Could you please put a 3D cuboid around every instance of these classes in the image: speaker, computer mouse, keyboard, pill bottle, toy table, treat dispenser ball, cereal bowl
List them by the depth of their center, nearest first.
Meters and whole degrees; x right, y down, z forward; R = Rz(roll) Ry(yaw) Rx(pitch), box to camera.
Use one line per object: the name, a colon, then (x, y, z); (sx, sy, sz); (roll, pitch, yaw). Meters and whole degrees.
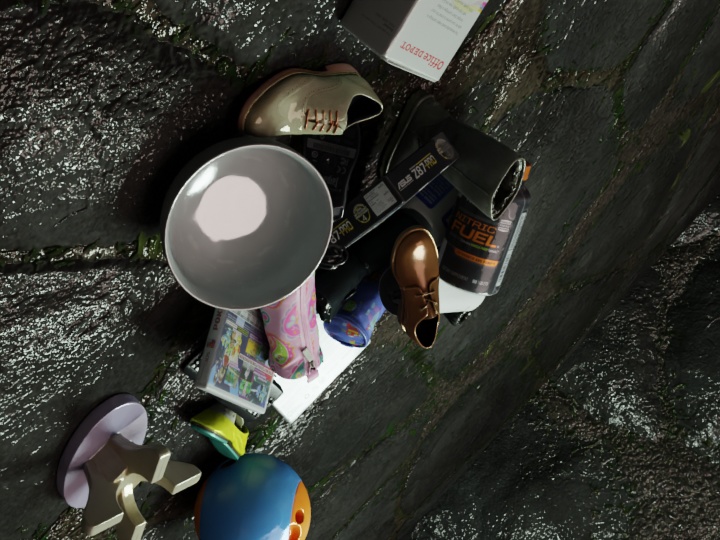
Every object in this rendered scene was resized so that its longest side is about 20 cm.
cereal bowl: (-0.135, -0.061, 1.034); (0.198, 0.083, 0.202); (-10, 118, -19)
computer mouse: (-0.077, -0.107, 1.128); (0.046, 0.139, 0.202); (-170, -93, -77)
toy table: (-0.319, 0.276, 1.217); (0.183, 0.117, 0.201); (-27, 147, -40)
pill bottle: (0.185, -0.074, 1.326); (0.106, 0.106, 0.202); (-12, 124, -53)
keyboard: (-0.171, 0.159, 1.335); (0.104, 0.040, 0.200); (-48, 142, -6)
pill bottle: (0.116, -0.109, 1.403); (0.200, 0.112, 0.112); (-44, 155, -9)
speaker: (0.117, 0.029, 1.424); (0.199, 0.081, 0.082); (-2, 128, -51)
treat dispenser ball: (-0.184, 0.415, 1.544); (0.200, 0.201, 0.202); (-38, 154, -23)

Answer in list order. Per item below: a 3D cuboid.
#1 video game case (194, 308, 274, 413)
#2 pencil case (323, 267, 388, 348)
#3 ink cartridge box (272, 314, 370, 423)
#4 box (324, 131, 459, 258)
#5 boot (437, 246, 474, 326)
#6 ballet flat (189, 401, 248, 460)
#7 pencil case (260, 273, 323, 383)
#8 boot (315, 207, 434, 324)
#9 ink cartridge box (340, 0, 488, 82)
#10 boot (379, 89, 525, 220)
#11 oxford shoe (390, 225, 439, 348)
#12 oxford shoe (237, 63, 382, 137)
video game case: (-0.154, 0.090, 1.239); (0.200, 0.023, 0.184); (49, 52, -66)
pencil case: (0.019, 0.036, 1.429); (0.200, 0.077, 0.087); (-54, 149, -36)
ink cartridge box: (-0.093, 0.124, 1.450); (0.200, 0.041, 0.200); (-44, 140, -11)
box: (0.024, -0.092, 1.217); (0.200, 0.049, 0.161); (-36, -178, 44)
boot: (0.170, -0.027, 1.553); (0.079, 0.158, 0.212); (-14, 139, -54)
ballet flat: (-0.217, 0.243, 1.423); (0.200, 0.066, 0.067); (74, 39, -65)
pencil case: (-0.094, 0.055, 1.229); (0.087, 0.087, 0.202); (-30, 130, -35)
boot: (0.000, 0.000, 1.298); (0.168, 0.077, 0.200); (-44, -167, -32)
ink cartridge box: (0.085, -0.336, 1.052); (0.201, 0.085, 0.144); (-58, 154, 16)
boot: (0.126, -0.136, 1.269); (0.072, 0.200, 0.183); (-29, 149, -39)
oxford shoe: (0.088, 0.025, 1.262); (0.071, 0.071, 0.201); (-19, 131, -11)
oxford shoe: (-0.053, -0.189, 1.042); (0.199, 0.074, 0.071); (-28, 149, -39)
